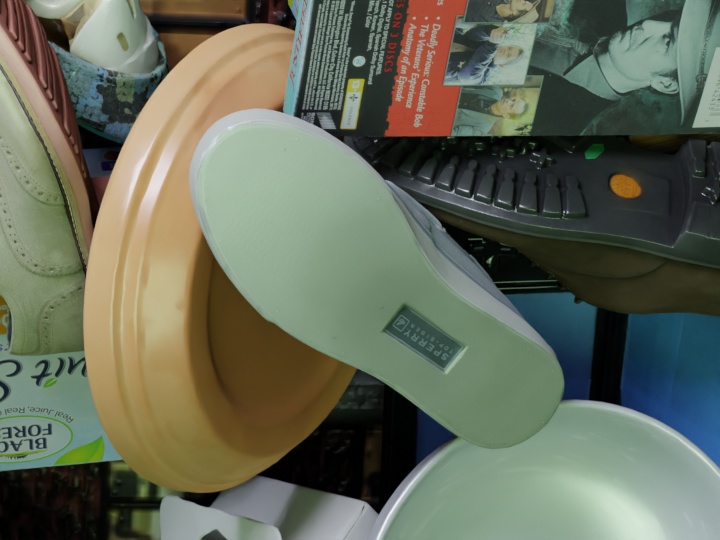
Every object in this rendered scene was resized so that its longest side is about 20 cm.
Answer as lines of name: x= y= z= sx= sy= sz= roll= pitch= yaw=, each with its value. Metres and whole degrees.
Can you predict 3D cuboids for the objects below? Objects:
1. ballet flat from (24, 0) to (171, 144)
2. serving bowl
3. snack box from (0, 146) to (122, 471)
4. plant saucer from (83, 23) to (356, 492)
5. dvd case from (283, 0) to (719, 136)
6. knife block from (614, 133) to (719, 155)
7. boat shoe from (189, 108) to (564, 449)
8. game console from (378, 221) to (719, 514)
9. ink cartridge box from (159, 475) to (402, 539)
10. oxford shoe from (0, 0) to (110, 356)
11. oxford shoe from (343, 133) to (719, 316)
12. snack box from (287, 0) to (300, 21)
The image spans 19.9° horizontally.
ballet flat: x=-0.134 y=-0.114 z=0.834 sx=0.200 sy=0.074 sz=0.074 roll=28 pitch=111 yaw=-37
serving bowl: x=0.082 y=0.158 z=0.903 sx=0.199 sy=0.066 sz=0.201 roll=2 pitch=85 yaw=-18
snack box: x=-0.158 y=0.020 z=0.911 sx=0.199 sy=0.053 sz=0.143 roll=-5 pitch=126 yaw=-11
plant saucer: x=-0.041 y=-0.002 z=0.862 sx=0.037 sy=0.200 sz=0.201 roll=14 pitch=121 yaw=29
dvd case: x=0.076 y=-0.113 z=0.784 sx=0.199 sy=0.022 sz=0.146 roll=-1 pitch=131 yaw=-13
knife block: x=0.136 y=-0.107 z=0.870 sx=0.175 sy=0.064 sz=0.200 roll=23 pitch=128 yaw=-17
boat shoe: x=0.001 y=0.000 z=0.824 sx=0.070 sy=0.072 sz=0.201 roll=-46 pitch=122 yaw=6
game console: x=0.102 y=0.077 z=0.952 sx=0.172 sy=0.119 sz=0.201 roll=-2 pitch=116 yaw=-9
ink cartridge box: x=-0.020 y=0.194 z=0.965 sx=0.200 sy=0.128 sz=0.125 roll=47 pitch=67 yaw=-24
oxford shoe: x=-0.142 y=-0.041 z=0.803 sx=0.074 sy=0.071 sz=0.200 roll=-19 pitch=124 yaw=1
oxford shoe: x=0.086 y=-0.019 z=0.861 sx=0.199 sy=0.073 sz=0.085 roll=18 pitch=142 yaw=5
snack box: x=0.050 y=-0.184 z=0.779 sx=0.168 sy=0.068 sz=0.200 roll=-16 pitch=135 yaw=-9
